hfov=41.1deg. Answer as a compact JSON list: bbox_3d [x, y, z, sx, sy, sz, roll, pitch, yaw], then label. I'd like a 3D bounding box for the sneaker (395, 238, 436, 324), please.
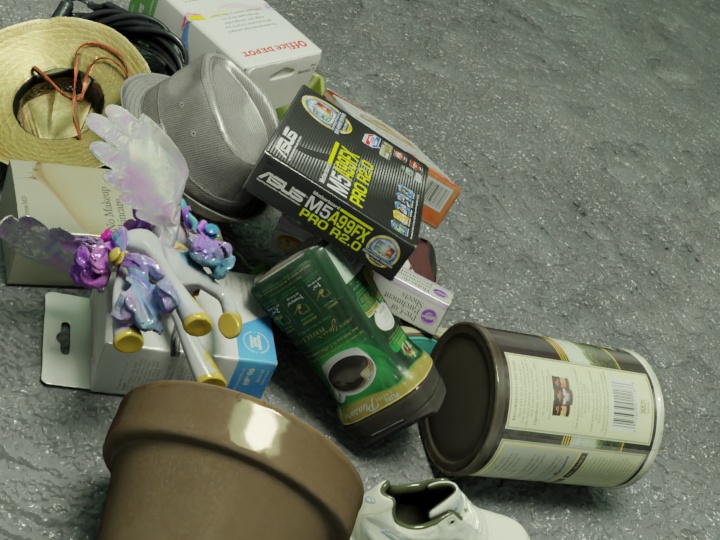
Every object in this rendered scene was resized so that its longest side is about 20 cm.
[{"bbox_3d":[0.028,-0.034,1.072,0.201,0.075,0.116,62,26,-23],"label":"sneaker"}]

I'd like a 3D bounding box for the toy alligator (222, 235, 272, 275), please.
[{"bbox_3d":[-0.075,0.025,1.007,0.199,0.060,0.054,34,-5,11],"label":"toy alligator"}]

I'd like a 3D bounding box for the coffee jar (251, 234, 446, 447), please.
[{"bbox_3d":[-0.008,0.065,0.908,0.201,0.104,0.085,56,26,-8],"label":"coffee jar"}]

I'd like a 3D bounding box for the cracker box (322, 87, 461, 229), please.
[{"bbox_3d":[0.022,-0.136,1.131,0.133,0.058,0.200,27,14,-27],"label":"cracker box"}]

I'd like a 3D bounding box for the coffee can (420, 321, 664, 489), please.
[{"bbox_3d":[0.179,0.139,0.962,0.198,0.147,0.147,11,41,-24],"label":"coffee can"}]

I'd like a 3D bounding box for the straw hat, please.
[{"bbox_3d":[-0.321,-0.167,1.025,0.199,0.085,0.203,7,66,-15],"label":"straw hat"}]

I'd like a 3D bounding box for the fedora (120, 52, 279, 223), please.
[{"bbox_3d":[-0.146,-0.150,0.979,0.176,0.090,0.201,10,50,-46],"label":"fedora"}]

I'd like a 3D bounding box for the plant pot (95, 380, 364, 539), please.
[{"bbox_3d":[-0.115,0.203,0.684,0.199,0.201,0.176,26,54,-5],"label":"plant pot"}]

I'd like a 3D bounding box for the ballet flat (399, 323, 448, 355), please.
[{"bbox_3d":[0.076,0.087,1.032,0.198,0.070,0.070,6,43,-30],"label":"ballet flat"}]

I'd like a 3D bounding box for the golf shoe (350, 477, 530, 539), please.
[{"bbox_3d":[0.079,0.226,0.839,0.198,0.098,0.079,9,40,-27],"label":"golf shoe"}]

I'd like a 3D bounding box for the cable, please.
[{"bbox_3d":[-0.296,-0.237,1.114,0.199,0.051,0.164,30,61,9],"label":"cable"}]

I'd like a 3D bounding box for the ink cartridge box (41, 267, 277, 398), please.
[{"bbox_3d":[-0.185,0.052,0.886,0.198,0.068,0.117,9,41,-24],"label":"ink cartridge box"}]

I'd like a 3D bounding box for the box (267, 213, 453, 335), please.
[{"bbox_3d":[0.000,0.000,1.000,0.199,0.042,0.039,28,22,3],"label":"box"}]

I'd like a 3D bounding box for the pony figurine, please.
[{"bbox_3d":[-0.183,-0.012,0.806,0.193,0.166,0.201,37,19,-48],"label":"pony figurine"}]

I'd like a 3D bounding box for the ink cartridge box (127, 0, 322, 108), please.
[{"bbox_3d":[-0.169,-0.286,1.189,0.200,0.084,0.144,43,39,17],"label":"ink cartridge box"}]

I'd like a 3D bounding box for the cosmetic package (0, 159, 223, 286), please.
[{"bbox_3d":[-0.247,-0.042,0.951,0.198,0.073,0.104,3,44,-32],"label":"cosmetic package"}]

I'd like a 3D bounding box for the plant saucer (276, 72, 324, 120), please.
[{"bbox_3d":[-0.142,-0.209,1.230,0.198,0.048,0.201,16,40,-19],"label":"plant saucer"}]

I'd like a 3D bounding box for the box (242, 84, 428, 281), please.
[{"bbox_3d":[-0.015,-0.090,0.919,0.159,0.044,0.200,33,26,-9],"label":"box"}]
